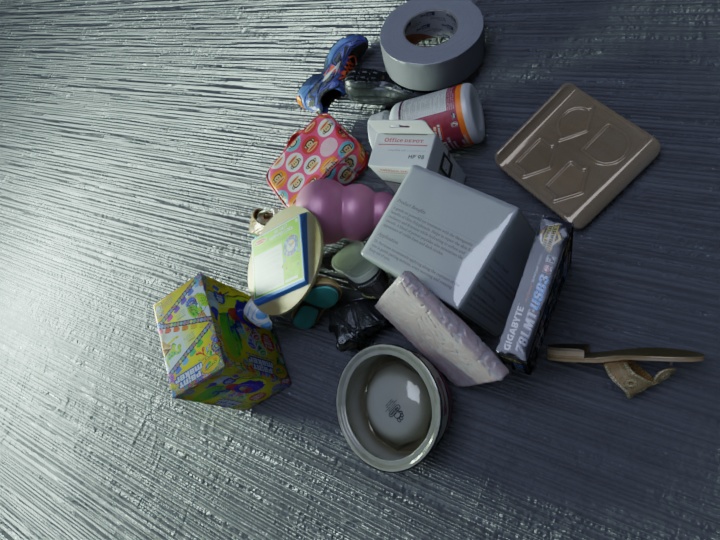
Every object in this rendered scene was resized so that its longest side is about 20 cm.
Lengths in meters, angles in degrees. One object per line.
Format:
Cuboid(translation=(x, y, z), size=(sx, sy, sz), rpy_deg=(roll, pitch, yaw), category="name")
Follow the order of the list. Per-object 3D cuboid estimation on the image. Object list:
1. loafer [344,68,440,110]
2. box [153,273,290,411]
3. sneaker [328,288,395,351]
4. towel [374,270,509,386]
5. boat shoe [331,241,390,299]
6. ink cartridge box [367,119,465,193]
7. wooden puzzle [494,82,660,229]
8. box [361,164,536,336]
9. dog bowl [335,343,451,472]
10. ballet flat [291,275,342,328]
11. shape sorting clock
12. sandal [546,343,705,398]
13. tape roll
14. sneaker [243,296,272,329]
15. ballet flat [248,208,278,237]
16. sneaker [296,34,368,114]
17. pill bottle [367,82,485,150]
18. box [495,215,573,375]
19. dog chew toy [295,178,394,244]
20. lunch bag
Cuboid(translation=(0.065, -0.360, 1.222), size=(0.200, 0.071, 0.068), rpy_deg=(11, 58, 15), category="loafer")
Cuboid(translation=(-0.257, 0.141, 1.135), size=(0.122, 0.200, 0.193), rpy_deg=(-31, 60, 16), category="box")
Cuboid(translation=(0.024, 0.096, 1.072), size=(0.199, 0.076, 0.115), rpy_deg=(4, 76, 33), category="sneaker")
Cuboid(translation=(0.115, 0.095, 0.918), size=(0.200, 0.191, 0.032), rpy_deg=(44, 74, 3), category="towel")
Cuboid(translation=(0.000, 0.000, 1.092), size=(0.072, 0.061, 0.201), rpy_deg=(-38, 20, -1), category="boat shoe")
Cuboid(translation=(0.094, -0.184, 1.059), size=(0.115, 0.200, 0.067), rpy_deg=(9, 76, 32), category="ink cartridge box")
Cuboid(translation=(0.356, -0.190, 1.011), size=(0.185, 0.046, 0.200), rpy_deg=(-46, 62, 8), category="wooden puzzle")
Cuboid(translation=(0.154, -0.030, 0.970), size=(0.199, 0.200, 0.172), rpy_deg=(30, 90, 34), category="box")
Cuboid(translation=(0.059, 0.217, 0.984), size=(0.200, 0.074, 0.201), rpy_deg=(-4, 84, 35), category="dog bowl")
Cuboid(translation=(-0.082, 0.044, 1.104), size=(0.200, 0.068, 0.063), rpy_deg=(134, 154, -56), category="ballet flat")
Cuboid(translation=(-0.135, -0.018, 1.080), size=(0.200, 0.039, 0.201), rpy_deg=(-13, 71, 41), category="shape sorting clock")
Cuboid(translation=(0.375, 0.147, 0.871), size=(0.211, 0.078, 0.070), rpy_deg=(-1, 92, 35), category="sandal")
Cuboid(translation=(0.139, -0.444, 1.174), size=(0.199, 0.066, 0.201), rpy_deg=(-6, 58, 9), category="tape roll")
Cuboid(translation=(-0.140, 0.032, 1.171), size=(0.072, 0.072, 0.200), rpy_deg=(37, 63, 5), category="sneaker")
Cuboid(translation=(-0.165, -0.089, 1.223), size=(0.200, 0.070, 0.066), rpy_deg=(16, 112, 44), category="ballet flat")
Cuboid(translation=(-0.047, -0.416, 1.309), size=(0.200, 0.075, 0.078), rpy_deg=(-49, 65, 14), category="sneaker")
Cuboid(translation=(0.122, -0.269, 1.129), size=(0.199, 0.110, 0.110), rpy_deg=(-10, 68, 26), category="pill bottle")
Cuboid(translation=(0.257, 0.045, 0.884), size=(0.050, 0.200, 0.199), rpy_deg=(18, 82, 21), category="box")
Cuboid(translation=(-0.019, -0.109, 1.138), size=(0.199, 0.125, 0.125), rpy_deg=(2, 71, 4), category="dog chew toy")
Cuboid(translation=(-0.099, -0.220, 1.250), size=(0.200, 0.082, 0.176), rpy_deg=(-44, 57, 9), category="lunch bag")
